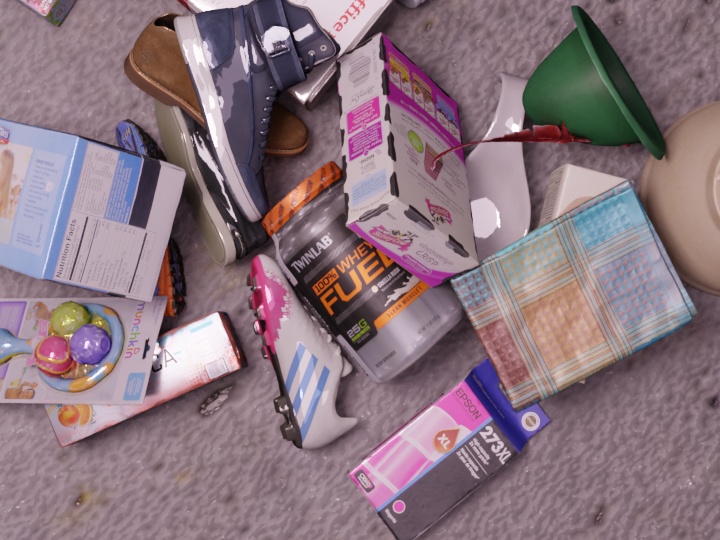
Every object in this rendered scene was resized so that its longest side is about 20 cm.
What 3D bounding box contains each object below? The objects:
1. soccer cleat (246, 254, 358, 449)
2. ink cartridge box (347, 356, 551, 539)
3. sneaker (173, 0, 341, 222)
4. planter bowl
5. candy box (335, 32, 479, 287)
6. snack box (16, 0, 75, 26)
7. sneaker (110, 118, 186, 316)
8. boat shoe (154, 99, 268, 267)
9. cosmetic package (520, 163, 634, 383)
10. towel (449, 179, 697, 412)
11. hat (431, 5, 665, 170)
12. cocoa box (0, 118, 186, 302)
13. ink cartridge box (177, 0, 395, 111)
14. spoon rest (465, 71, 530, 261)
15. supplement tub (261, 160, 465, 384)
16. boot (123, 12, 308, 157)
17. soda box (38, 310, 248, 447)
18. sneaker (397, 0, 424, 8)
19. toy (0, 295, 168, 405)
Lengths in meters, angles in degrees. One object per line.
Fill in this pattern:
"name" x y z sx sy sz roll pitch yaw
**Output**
"soccer cleat" -0.057 0.077 1.278 0.085 0.070 0.203 -14 93 -13
"ink cartridge box" 0.091 0.180 1.288 0.199 0.037 0.095 -39 90 -2
"sneaker" -0.078 -0.156 1.194 0.144 0.077 0.205 -17 107 -4
"planter bowl" 0.384 -0.075 1.241 0.197 0.135 0.204 0 89 1
"candy box" 0.043 -0.104 1.197 0.061 0.136 0.202 -26 49 28
"snack box" -0.356 -0.364 1.285 0.199 0.053 0.143 34 88 1
"sneaker" -0.228 -0.051 1.273 0.077 0.075 0.203 -8 88 3
"boat shoe" -0.147 -0.105 1.276 0.065 0.075 0.201 -19 74 -25
"cosmetic package" 0.205 0.004 1.256 0.070 0.105 0.203 14 91 0
"towel" 0.201 0.025 1.194 0.198 0.022 0.148 -28 90 -2
"hat" 0.178 -0.147 1.248 0.175 0.167 0.200 -31 134 20
"cocoa box" -0.286 -0.061 1.195 0.198 0.130 0.135 15 90 42
"ink cartridge box" -0.082 -0.279 1.269 0.199 0.083 0.147 41 90 0
"spoon rest" 0.133 -0.102 1.278 0.098 0.061 0.203 13 88 0
"supplement tub" 0.000 0.000 1.246 0.122 0.123 0.201 -40 89 -1
"boot" -0.129 -0.179 1.244 0.198 0.074 0.076 28 130 -16
"soda box" -0.215 0.107 1.271 0.198 0.068 0.064 -23 87 0
"sneaker" 0.002 -0.354 1.284 0.199 0.073 0.071 40 80 -8
"toy" -0.294 0.070 1.234 0.197 0.047 0.117 -3 61 22
